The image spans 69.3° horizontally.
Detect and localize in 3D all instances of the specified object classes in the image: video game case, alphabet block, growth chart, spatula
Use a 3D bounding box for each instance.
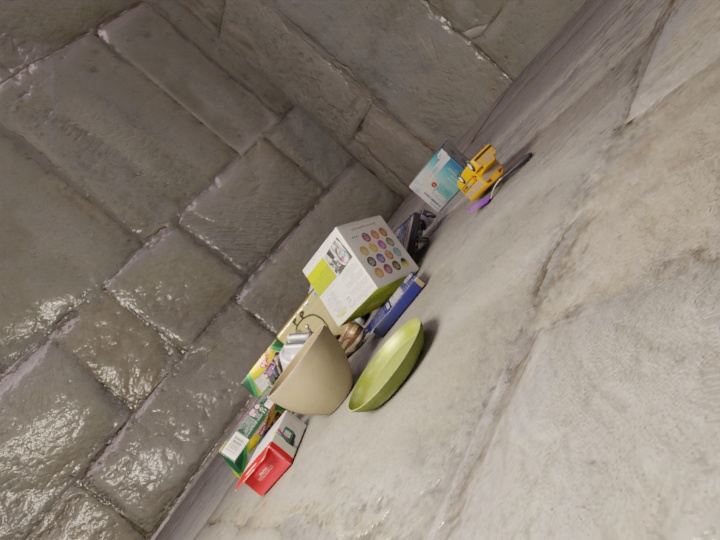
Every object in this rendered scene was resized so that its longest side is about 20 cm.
[{"bbox_3d":[0.123,-0.055,1.591,0.181,0.025,0.203,138,146,-68],"label":"video game case"},{"bbox_3d":[-0.139,0.188,1.733,0.201,0.195,0.196,-51,2,0],"label":"alphabet block"},{"bbox_3d":[-0.190,0.260,1.470,0.018,0.146,0.200,19,58,40],"label":"growth chart"},{"bbox_3d":[0.325,-0.202,1.219,0.200,0.021,0.057,-48,1,32],"label":"spatula"}]

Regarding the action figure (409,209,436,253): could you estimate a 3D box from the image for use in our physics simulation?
[{"bbox_3d":[0.175,-0.099,1.650,0.130,0.069,0.202,-32,33,57],"label":"action figure"}]

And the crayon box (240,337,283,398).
[{"bbox_3d":[-0.293,0.370,1.842,0.201,0.172,0.058,-52,1,-8],"label":"crayon box"}]

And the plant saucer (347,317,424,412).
[{"bbox_3d":[0.051,0.171,0.911,0.201,0.031,0.200,-51,3,4],"label":"plant saucer"}]

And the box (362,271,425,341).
[{"bbox_3d":[0.078,0.094,1.269,0.201,0.032,0.121,-50,4,4],"label":"box"}]

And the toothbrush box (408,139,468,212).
[{"bbox_3d":[0.291,-0.333,1.854,0.200,0.146,0.086,-46,5,42],"label":"toothbrush box"}]

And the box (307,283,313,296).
[{"bbox_3d":[-0.076,0.046,1.866,0.041,0.197,0.159,-157,82,-74],"label":"box"}]

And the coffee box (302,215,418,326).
[{"bbox_3d":[0.000,0.000,1.435,0.198,0.199,0.200,-21,-20,-47],"label":"coffee box"}]

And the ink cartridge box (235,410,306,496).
[{"bbox_3d":[-0.202,0.427,1.196,0.117,0.067,0.200,-50,4,16],"label":"ink cartridge box"}]

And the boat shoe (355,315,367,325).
[{"bbox_3d":[0.001,0.122,1.658,0.068,0.071,0.200,-52,-3,5],"label":"boat shoe"}]

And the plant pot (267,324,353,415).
[{"bbox_3d":[-0.094,0.241,1.160,0.201,0.134,0.200,-50,5,6],"label":"plant pot"}]

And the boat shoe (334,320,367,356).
[{"bbox_3d":[-0.057,0.209,1.449,0.200,0.074,0.076,-49,4,30],"label":"boat shoe"}]

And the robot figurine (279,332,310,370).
[{"bbox_3d":[-0.153,0.265,1.412,0.170,0.111,0.203,-73,-23,-57],"label":"robot figurine"}]

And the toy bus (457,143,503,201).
[{"bbox_3d":[0.292,-0.236,1.275,0.065,0.078,0.200,-42,-4,-5],"label":"toy bus"}]

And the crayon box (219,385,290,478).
[{"bbox_3d":[-0.262,0.431,1.354,0.201,0.058,0.174,-54,-28,-31],"label":"crayon box"}]
